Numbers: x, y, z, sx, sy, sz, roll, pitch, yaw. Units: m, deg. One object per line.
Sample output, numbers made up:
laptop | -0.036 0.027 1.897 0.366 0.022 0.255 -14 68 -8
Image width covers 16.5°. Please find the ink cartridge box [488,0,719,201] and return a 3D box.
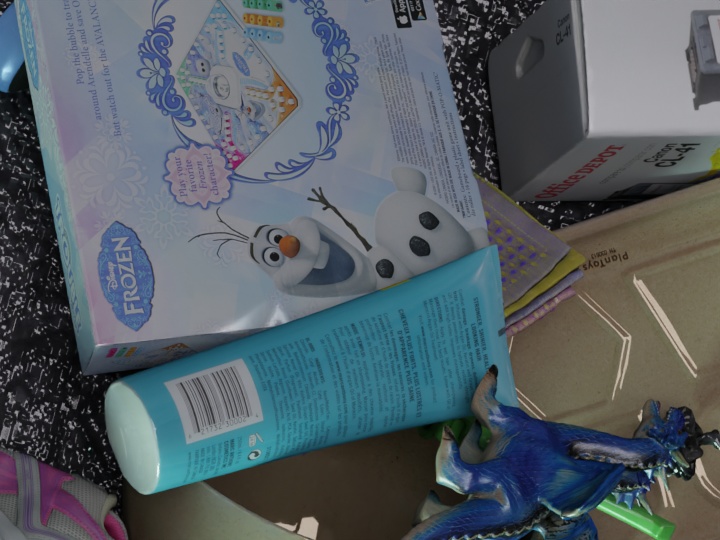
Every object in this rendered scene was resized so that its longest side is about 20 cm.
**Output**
ink cartridge box | 0.182 -0.089 1.273 0.199 0.148 0.086 -2 79 -15

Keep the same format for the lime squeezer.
lime squeezer | 0.061 0.072 1.203 0.070 0.200 0.038 -11 124 -42

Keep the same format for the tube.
tube | -0.015 0.048 1.106 0.199 0.050 0.078 -15 107 -28

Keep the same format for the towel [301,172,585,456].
towel | 0.000 0.000 1.218 0.200 0.023 0.144 -30 60 -35

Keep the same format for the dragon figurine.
dragon figurine | 0.080 0.103 1.088 0.099 0.200 0.059 24 121 12

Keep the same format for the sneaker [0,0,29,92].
sneaker | -0.100 -0.141 1.243 0.200 0.070 0.078 -40 88 -17

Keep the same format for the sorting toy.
sorting toy | 0.151 0.067 1.278 0.184 0.036 0.201 -18 92 10

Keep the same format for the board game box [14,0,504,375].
board game box | -0.050 -0.060 1.172 0.198 0.043 0.201 -5 70 -20

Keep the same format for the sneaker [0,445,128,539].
sneaker | -0.157 0.126 1.142 0.088 0.200 0.082 2 111 -27

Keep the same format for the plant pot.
plant pot | -0.030 0.144 1.184 0.199 0.200 0.135 15 111 -13

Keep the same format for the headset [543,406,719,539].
headset | 0.128 0.168 1.248 0.123 0.094 0.201 21 113 2
